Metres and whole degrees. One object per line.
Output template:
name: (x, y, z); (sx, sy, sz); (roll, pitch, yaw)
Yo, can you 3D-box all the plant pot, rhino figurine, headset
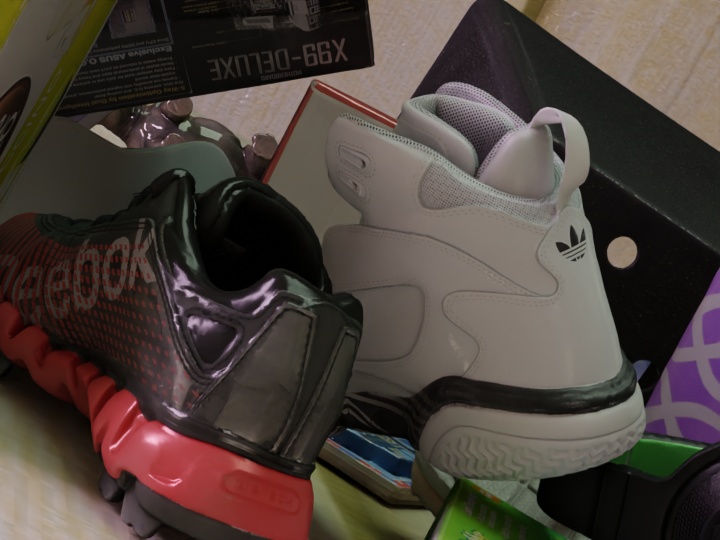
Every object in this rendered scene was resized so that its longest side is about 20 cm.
plant pot: (0.095, 0.005, 1.023); (0.199, 0.201, 0.178); (33, 9, -9)
rhino figurine: (-0.147, -0.103, 1.575); (0.199, 0.060, 0.087); (28, -15, -11)
headset: (0.143, 0.100, 0.647); (0.123, 0.095, 0.199); (7, 6, -44)

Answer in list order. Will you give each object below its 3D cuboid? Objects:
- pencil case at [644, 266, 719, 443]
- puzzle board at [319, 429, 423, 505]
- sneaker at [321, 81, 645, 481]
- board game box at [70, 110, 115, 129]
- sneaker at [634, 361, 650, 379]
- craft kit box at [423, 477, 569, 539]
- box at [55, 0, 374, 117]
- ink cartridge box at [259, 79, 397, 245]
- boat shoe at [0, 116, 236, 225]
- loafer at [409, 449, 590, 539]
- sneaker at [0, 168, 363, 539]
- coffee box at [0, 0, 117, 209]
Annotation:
pencil case: (0.158, 0.061, 0.812); (0.085, 0.201, 0.084); (18, 16, -39)
puzzle board: (-0.009, 0.061, 0.914); (0.150, 0.017, 0.200); (31, 4, 22)
sneaker: (0.000, 0.000, 0.670); (0.199, 0.116, 0.075); (3, 15, 38)
board game box: (-0.162, -0.117, 0.916); (0.152, 0.199, 0.041); (26, 46, -41)
sneaker: (0.247, 0.135, 1.377); (0.199, 0.081, 0.147); (30, 11, -35)
craft kit box: (0.098, 0.136, 0.583); (0.197, 0.049, 0.200); (32, 5, 4)
box: (-0.099, -0.135, 0.808); (0.158, 0.198, 0.050); (80, 0, -50)
ink cartridge box: (-0.018, -0.020, 0.923); (0.067, 0.117, 0.200); (27, 5, -3)
boat shoe: (-0.126, -0.025, 0.886); (0.063, 0.071, 0.200); (-5, -2, 25)
loafer: (0.101, 0.122, 0.731); (0.199, 0.063, 0.072); (27, 37, 14)
sneaker: (-0.060, 0.011, 0.630); (0.070, 0.099, 0.200); (23, 6, -34)
coffee box: (-0.180, -0.117, 0.638); (0.199, 0.201, 0.198); (29, 5, -4)
